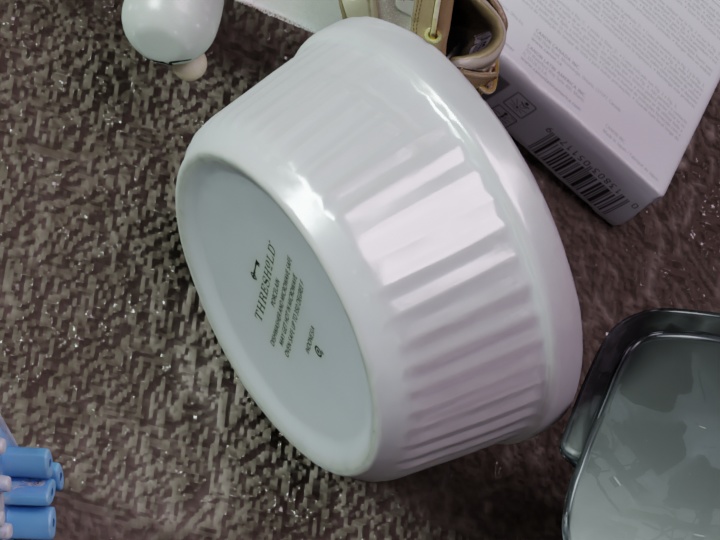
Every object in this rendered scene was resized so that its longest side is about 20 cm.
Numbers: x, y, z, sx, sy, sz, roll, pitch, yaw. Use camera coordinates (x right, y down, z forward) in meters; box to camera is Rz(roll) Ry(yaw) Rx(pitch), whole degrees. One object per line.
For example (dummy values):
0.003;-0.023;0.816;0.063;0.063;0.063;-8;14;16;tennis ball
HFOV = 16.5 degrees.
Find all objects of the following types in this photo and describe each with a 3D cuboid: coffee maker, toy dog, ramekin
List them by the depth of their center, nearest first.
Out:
0.000;0.000;1.081;0.094;0.202;0.203;-28;86;-23;ramekin
0.168;0.100;1.118;0.134;0.200;0.192;-10;56;14;coffee maker
-0.051;-0.145;1.170;0.200;0.132;0.096;-40;131;-30;toy dog

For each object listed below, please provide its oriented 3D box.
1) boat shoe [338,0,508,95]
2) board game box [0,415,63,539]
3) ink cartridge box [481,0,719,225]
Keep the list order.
0.034;-0.106;1.142;0.066;0.200;0.074;5;63;13;boat shoe
-0.155;0.130;0.941;0.026;0.200;0.200;4;65;6;board game box
0.123;-0.148;1.290;0.162;0.057;0.200;40;51;-15;ink cartridge box
